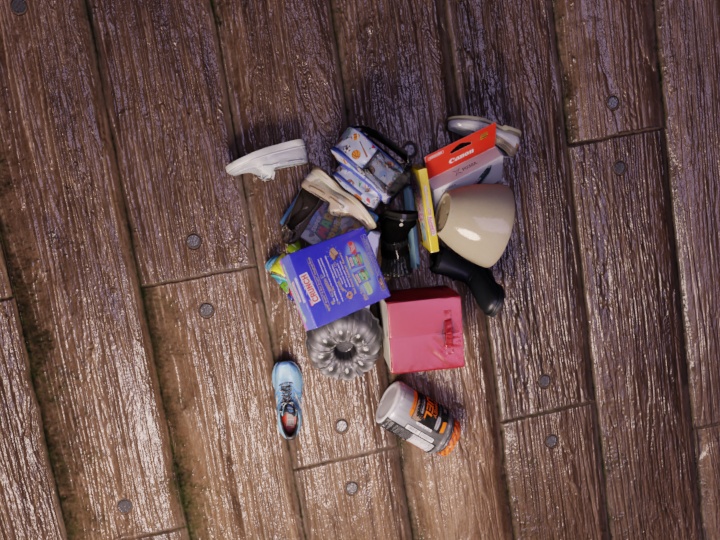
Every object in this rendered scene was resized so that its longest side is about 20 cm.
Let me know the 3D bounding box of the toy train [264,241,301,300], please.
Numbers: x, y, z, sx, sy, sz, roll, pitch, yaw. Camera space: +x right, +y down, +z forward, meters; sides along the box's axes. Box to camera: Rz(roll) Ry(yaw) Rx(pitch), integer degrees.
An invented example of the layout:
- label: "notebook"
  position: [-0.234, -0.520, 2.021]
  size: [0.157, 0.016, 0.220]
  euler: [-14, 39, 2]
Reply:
- label: "toy train"
  position: [-0.129, -0.033, 1.572]
  size: [0.116, 0.085, 0.200]
  euler: [45, 88, 3]

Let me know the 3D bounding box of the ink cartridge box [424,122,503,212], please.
- label: "ink cartridge box"
  position: [0.253, -0.246, 1.571]
  size: [0.197, 0.174, 0.044]
  euler: [-27, 60, -6]

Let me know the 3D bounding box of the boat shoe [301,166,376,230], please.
- label: "boat shoe"
  position: [-0.049, -0.153, 1.505]
  size: [0.199, 0.072, 0.065]
  euler: [41, 85, -1]

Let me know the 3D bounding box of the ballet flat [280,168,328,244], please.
- label: "ballet flat"
  position: [-0.132, -0.154, 1.532]
  size: [0.067, 0.046, 0.202]
  euler: [27, 81, 10]

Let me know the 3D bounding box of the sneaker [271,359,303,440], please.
- label: "sneaker"
  position: [-0.172, 0.319, 1.590]
  size: [0.077, 0.090, 0.205]
  euler: [-7, 96, -9]

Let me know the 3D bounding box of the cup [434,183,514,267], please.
- label: "cup"
  position: [0.260, -0.123, 1.557]
  size: [0.140, 0.200, 0.205]
  euler: [13, 94, -13]

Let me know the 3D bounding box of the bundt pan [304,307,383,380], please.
- label: "bundt pan"
  position: [-0.038, 0.184, 1.571]
  size: [0.197, 0.076, 0.206]
  euler: [-3, 118, -5]

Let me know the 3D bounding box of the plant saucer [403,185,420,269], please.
- label: "plant saucer"
  position: [0.127, -0.107, 1.611]
  size: [0.019, 0.070, 0.205]
  euler: [-4, 97, 13]

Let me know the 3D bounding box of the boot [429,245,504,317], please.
- label: "boot"
  position: [0.252, 0.023, 1.583]
  size: [0.165, 0.201, 0.077]
  euler: [22, 114, -13]

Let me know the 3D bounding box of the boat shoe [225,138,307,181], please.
- label: "boat shoe"
  position: [-0.217, -0.250, 1.534]
  size: [0.197, 0.070, 0.073]
  euler: [-20, 95, -10]

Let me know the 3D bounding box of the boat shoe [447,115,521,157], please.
- label: "boat shoe"
  position: [0.306, -0.332, 1.611]
  size: [0.196, 0.075, 0.070]
  euler: [11, 88, -11]

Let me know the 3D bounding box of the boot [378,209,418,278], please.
- label: "boot"
  position: [0.090, -0.061, 1.537]
  size: [0.078, 0.211, 0.162]
  euler: [-1, 91, -6]

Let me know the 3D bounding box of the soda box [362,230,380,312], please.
- label: "soda box"
  position: [0.000, 0.000, 1.597]
  size: [0.062, 0.068, 0.205]
  euler: [8, 95, -9]

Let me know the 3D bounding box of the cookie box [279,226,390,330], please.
- label: "cookie box"
  position: [-0.057, 0.017, 1.447]
  size: [0.197, 0.075, 0.174]
  euler: [-21, 87, -26]

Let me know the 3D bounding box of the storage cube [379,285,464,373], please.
- label: "storage cube"
  position: [0.144, 0.138, 1.573]
  size: [0.176, 0.200, 0.175]
  euler: [-5, 97, -3]

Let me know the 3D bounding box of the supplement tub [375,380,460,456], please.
- label: "supplement tub"
  position: [0.147, 0.376, 1.633]
  size: [0.198, 0.122, 0.124]
  euler: [31, 90, -12]

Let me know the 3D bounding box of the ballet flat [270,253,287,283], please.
- label: "ballet flat"
  position: [-0.113, 0.024, 1.497]
  size: [0.198, 0.067, 0.068]
  euler: [29, 75, -17]

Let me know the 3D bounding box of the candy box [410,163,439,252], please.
- label: "candy box"
  position: [0.153, -0.153, 1.574]
  size: [0.026, 0.102, 0.204]
  euler: [-13, 107, -8]

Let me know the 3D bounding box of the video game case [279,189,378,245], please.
- label: "video game case"
  position: [-0.075, -0.120, 1.553]
  size: [0.198, 0.018, 0.144]
  euler: [32, 83, 11]

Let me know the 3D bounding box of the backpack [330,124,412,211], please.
- label: "backpack"
  position: [0.015, -0.241, 1.526]
  size: [0.154, 0.200, 0.191]
  euler: [-42, 88, -4]
